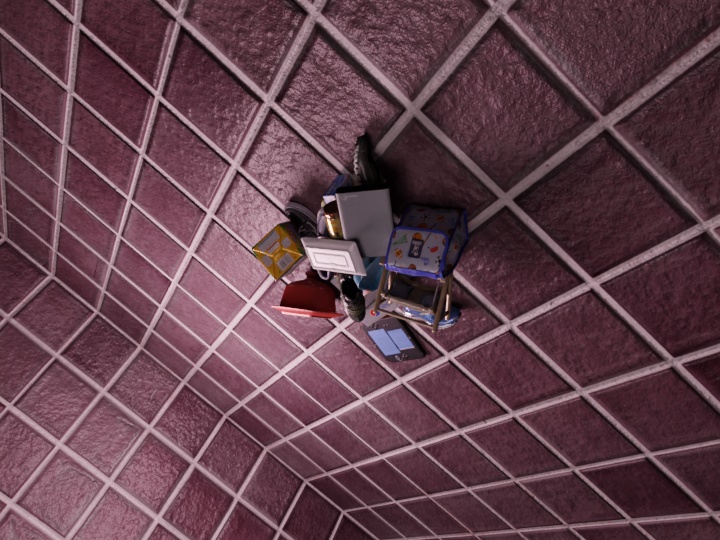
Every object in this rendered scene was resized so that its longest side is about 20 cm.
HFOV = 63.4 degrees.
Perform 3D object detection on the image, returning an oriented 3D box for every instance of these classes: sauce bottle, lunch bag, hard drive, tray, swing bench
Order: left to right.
[{"bbox_3d":[-0.078,-0.034,1.574,0.195,0.022,0.110,7,131,38],"label":"tray"},{"bbox_3d":[-0.050,-0.091,1.574,0.064,0.067,0.204,9,134,29],"label":"sauce bottle"},{"bbox_3d":[0.019,-0.125,1.490,0.134,0.033,0.205,-3,128,9],"label":"hard drive"},{"bbox_3d":[0.153,0.031,1.593,0.193,0.129,0.208,14,108,24],"label":"swing bench"},{"bbox_3d":[0.168,-0.068,1.476,0.165,0.202,0.126,9,138,29],"label":"lunch bag"}]

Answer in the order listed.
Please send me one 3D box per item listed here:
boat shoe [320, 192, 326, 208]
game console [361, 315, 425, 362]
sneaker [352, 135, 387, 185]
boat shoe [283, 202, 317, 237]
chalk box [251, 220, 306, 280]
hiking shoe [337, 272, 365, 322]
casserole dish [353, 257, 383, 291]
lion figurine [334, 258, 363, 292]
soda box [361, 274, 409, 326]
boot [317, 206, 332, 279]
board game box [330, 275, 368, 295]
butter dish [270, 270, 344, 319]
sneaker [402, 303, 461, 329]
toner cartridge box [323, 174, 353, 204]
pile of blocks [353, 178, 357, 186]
[{"bbox_3d":[-0.063,-0.131,1.691,0.063,0.074,0.204,13,138,33],"label":"boat shoe"},{"bbox_3d":[0.110,0.235,1.990,0.173,0.031,0.202,-11,124,44],"label":"game console"},{"bbox_3d":[0.030,-0.240,1.484,0.087,0.066,0.208,2,107,17],"label":"sneaker"},{"bbox_3d":[-0.160,-0.125,1.775,0.198,0.068,0.072,40,143,-7],"label":"boat shoe"},{"bbox_3d":[-0.228,-0.067,1.801,0.124,0.200,0.125,-40,91,11],"label":"chalk box"},{"bbox_3d":[-0.029,0.078,1.703,0.073,0.102,0.206,-13,118,6],"label":"hiking shoe"},{"bbox_3d":[0.038,-0.002,1.677,0.038,0.123,0.199,37,-172,20],"label":"casserole dish"},{"bbox_3d":[0.000,0.000,1.757,0.121,0.073,0.200,34,118,-20],"label":"lion figurine"},{"bbox_3d":[0.071,0.088,1.779,0.063,0.070,0.198,37,128,-23],"label":"soda box"},{"bbox_3d":[-0.094,-0.074,1.650,0.070,0.092,0.205,8,134,19],"label":"boot"},{"bbox_3d":[0.010,0.066,1.879,0.199,0.035,0.134,42,143,-9],"label":"board game box"},{"bbox_3d":[-0.170,0.078,1.952,0.194,0.154,0.197,4,174,32],"label":"butter dish"},{"bbox_3d":[0.207,0.112,1.743,0.194,0.080,0.091,10,140,29],"label":"sneaker"},{"bbox_3d":[-0.032,-0.153,1.626,0.042,0.096,0.204,2,133,32],"label":"toner cartridge box"},{"bbox_3d":[0.016,-0.146,1.588,0.080,0.061,0.208,7,105,32],"label":"pile of blocks"}]
